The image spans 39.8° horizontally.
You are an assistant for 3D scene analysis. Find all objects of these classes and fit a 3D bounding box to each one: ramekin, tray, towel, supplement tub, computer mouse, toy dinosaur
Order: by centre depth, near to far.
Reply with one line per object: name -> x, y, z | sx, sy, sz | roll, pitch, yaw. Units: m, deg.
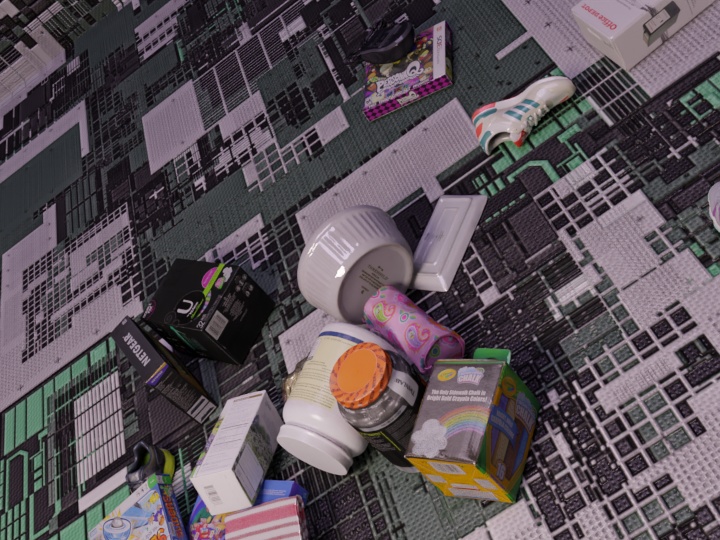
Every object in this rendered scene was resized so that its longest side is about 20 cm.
supplement tub -> 0.046, 0.198, 1.446 | 0.121, 0.200, 0.124 | -21, 44, 23
towel -> -0.131, 0.444, 1.458 | 0.145, 0.030, 0.203 | -20, 68, 27
supplement tub -> -0.034, 0.200, 1.555 | 0.144, 0.145, 0.202 | 5, 59, 42
ramekin -> 0.000, 0.000, 1.669 | 0.202, 0.203, 0.094 | -44, 49, -2
toy dinosaur -> -0.061, 0.154, 1.699 | 0.200, 0.048, 0.088 | -44, 33, -5
tray -> 0.142, -0.055, 1.728 | 0.106, 0.022, 0.202 | 3, 58, 42
computer mouse -> 0.058, -0.475, 2.096 | 0.139, 0.053, 0.199 | -50, 27, -13

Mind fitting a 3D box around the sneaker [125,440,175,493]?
sneaker -> -0.374, 0.387, 1.724 | 0.073, 0.081, 0.202 | -27, 43, 18

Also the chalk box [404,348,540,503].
chalk box -> 0.166, 0.205, 1.402 | 0.123, 0.124, 0.202 | -3, 53, 39

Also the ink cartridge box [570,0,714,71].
ink cartridge box -> 0.493, -0.466, 1.745 | 0.199, 0.084, 0.146 | -38, 39, 5

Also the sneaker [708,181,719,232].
sneaker -> 0.517, -0.086, 1.346 | 0.077, 0.140, 0.201 | -32, 41, 12

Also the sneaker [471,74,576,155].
sneaker -> 0.295, -0.268, 1.765 | 0.197, 0.070, 0.095 | -20, 62, 23

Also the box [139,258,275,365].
box -> -0.292, 0.076, 1.895 | 0.198, 0.124, 0.150 | 6, 58, 44

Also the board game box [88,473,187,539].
board game box -> -0.366, 0.445, 1.635 | 0.200, 0.034, 0.137 | -42, 55, 26

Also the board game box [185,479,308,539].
board game box -> -0.188, 0.403, 1.583 | 0.198, 0.045, 0.136 | -6, 52, 36

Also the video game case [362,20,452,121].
video game case -> 0.098, -0.415, 2.069 | 0.198, 0.036, 0.183 | -20, 43, 26

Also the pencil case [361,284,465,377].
pencil case -> 0.081, 0.098, 1.594 | 0.088, 0.088, 0.199 | -48, 39, -6

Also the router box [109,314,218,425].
router box -> -0.364, 0.183, 1.837 | 0.052, 0.157, 0.200 | -47, 40, -6

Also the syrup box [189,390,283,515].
syrup box -> -0.195, 0.291, 1.608 | 0.080, 0.080, 0.201 | -16, 26, 20
